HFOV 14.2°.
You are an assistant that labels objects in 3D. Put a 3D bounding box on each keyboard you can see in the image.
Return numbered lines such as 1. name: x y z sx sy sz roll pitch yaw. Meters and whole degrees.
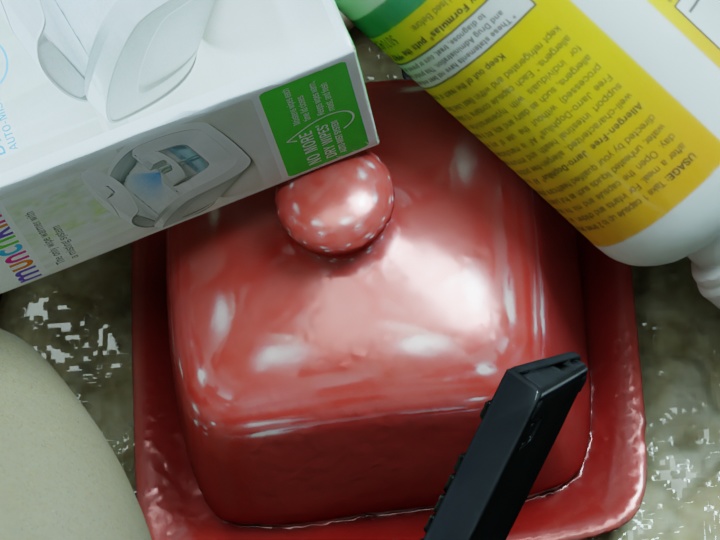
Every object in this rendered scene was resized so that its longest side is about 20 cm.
1. keyboard: 0.015 0.122 0.993 0.021 0.127 0.200 28 104 14

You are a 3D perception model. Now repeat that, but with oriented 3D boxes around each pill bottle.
1. pill bottle: 0.095 -0.073 1.020 0.200 0.113 0.113 41 76 -12

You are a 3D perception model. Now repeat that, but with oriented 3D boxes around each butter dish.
1. butter dish: 0.000 0.000 1.083 0.200 0.148 0.200 -6 66 7

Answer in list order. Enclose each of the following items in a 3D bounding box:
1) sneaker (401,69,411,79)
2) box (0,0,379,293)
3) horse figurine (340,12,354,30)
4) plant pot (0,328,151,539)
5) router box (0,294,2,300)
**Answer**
1. sneaker: 0.092 -0.126 1.096 0.200 0.074 0.088 -8 93 40
2. box: -0.112 -0.112 1.011 0.176 0.097 0.200 -21 71 -1
3. horse figurine: -0.032 -0.128 1.199 0.200 0.050 0.133 -29 61 -6
4. plant pot: -0.165 0.094 1.046 0.200 0.200 0.135 -5 61 8
5. router box: -0.246 -0.013 1.184 0.200 0.051 0.149 7 69 13
